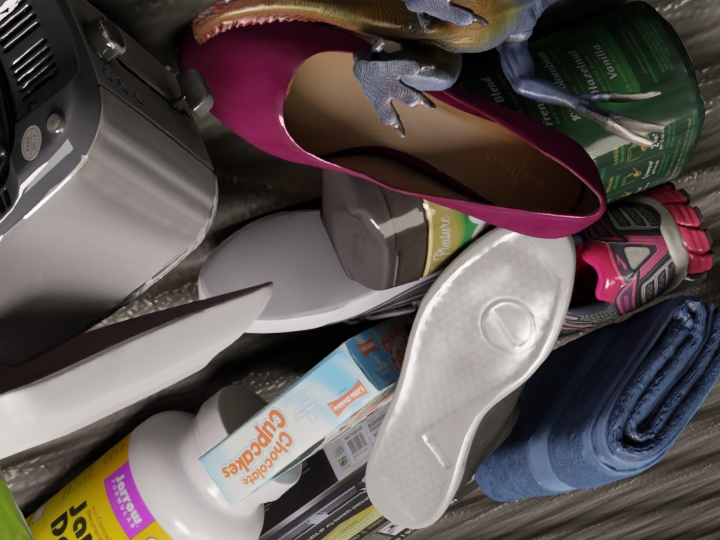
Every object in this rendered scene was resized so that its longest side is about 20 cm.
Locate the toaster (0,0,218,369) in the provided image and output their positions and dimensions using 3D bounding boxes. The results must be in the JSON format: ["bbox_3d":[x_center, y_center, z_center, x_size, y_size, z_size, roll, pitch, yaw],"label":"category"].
[{"bbox_3d":[-0.157,-0.031,0.689,0.200,0.114,0.129,-35,152,16],"label":"toaster"}]

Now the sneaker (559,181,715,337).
[{"bbox_3d":[0.116,-0.001,0.945,0.074,0.081,0.200,-23,177,-27],"label":"sneaker"}]

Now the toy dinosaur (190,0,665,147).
[{"bbox_3d":[0.057,-0.136,0.729,0.182,0.199,0.106,-51,161,-59],"label":"toy dinosaur"}]

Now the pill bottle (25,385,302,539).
[{"bbox_3d":[-0.132,0.158,1.018,0.200,0.105,0.104,-40,148,21],"label":"pill bottle"}]

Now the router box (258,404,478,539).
[{"bbox_3d":[-0.015,0.164,1.175,0.200,0.052,0.157,-36,150,16],"label":"router box"}]

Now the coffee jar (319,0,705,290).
[{"bbox_3d":[0.074,-0.063,0.852,0.199,0.086,0.104,-21,158,-11],"label":"coffee jar"}]

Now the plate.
[{"bbox_3d":[-0.163,0.061,0.765,0.199,0.033,0.199,-17,-176,32],"label":"plate"}]

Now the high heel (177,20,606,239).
[{"bbox_3d":[0.016,-0.068,0.732,0.199,0.096,0.068,15,94,-15],"label":"high heel"}]

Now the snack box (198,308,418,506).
[{"bbox_3d":[-0.006,0.071,0.973,0.116,0.037,0.200,-40,173,21],"label":"snack box"}]

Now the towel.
[{"bbox_3d":[0.134,0.079,0.913,0.112,0.048,0.200,-52,-174,-20],"label":"towel"}]

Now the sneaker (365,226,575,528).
[{"bbox_3d":[0.068,0.041,0.888,0.099,0.070,0.201,-44,161,-59],"label":"sneaker"}]

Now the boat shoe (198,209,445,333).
[{"bbox_3d":[0.000,0.000,0.917,0.199,0.072,0.068,-21,150,-26],"label":"boat shoe"}]

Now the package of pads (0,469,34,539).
[{"bbox_3d":[-0.246,0.135,0.805,0.154,0.200,0.069,-13,114,-22],"label":"package of pads"}]
